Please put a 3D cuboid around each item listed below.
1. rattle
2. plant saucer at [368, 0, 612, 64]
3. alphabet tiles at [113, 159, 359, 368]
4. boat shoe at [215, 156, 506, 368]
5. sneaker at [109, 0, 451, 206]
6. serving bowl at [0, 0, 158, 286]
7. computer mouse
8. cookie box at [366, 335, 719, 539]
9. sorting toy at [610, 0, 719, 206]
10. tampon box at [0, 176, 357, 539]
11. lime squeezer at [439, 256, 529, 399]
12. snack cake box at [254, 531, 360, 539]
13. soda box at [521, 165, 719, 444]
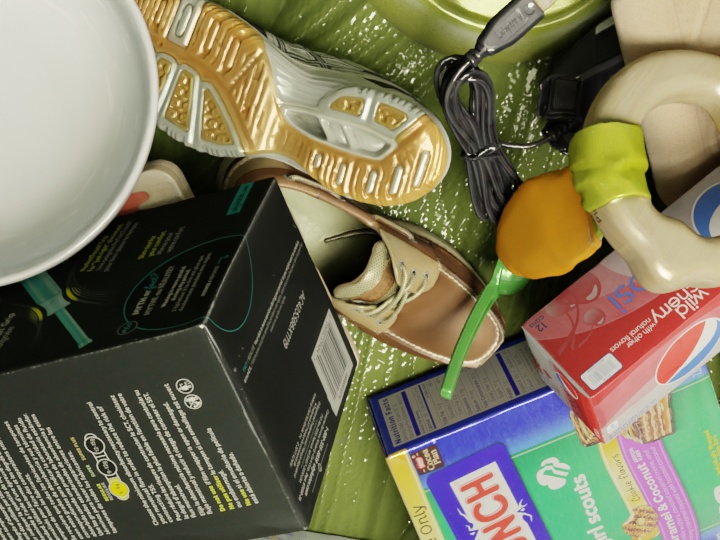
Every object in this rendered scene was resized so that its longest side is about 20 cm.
[{"bbox_3d":[0.191,-0.055,0.797,0.200,0.130,0.143,-34,160,-24],"label":"rattle"},{"bbox_3d":[0.085,-0.208,0.800,0.200,0.031,0.200,-3,112,-8],"label":"plant saucer"},{"bbox_3d":[-0.108,0.034,0.836,0.195,0.015,0.200,-14,118,20],"label":"alphabet tiles"},{"bbox_3d":[0.000,0.000,0.846,0.200,0.074,0.076,33,103,-19],"label":"boat shoe"},{"bbox_3d":[-0.043,-0.092,0.806,0.200,0.088,0.076,28,105,6],"label":"sneaker"},{"bbox_3d":[-0.201,-0.086,0.763,0.200,0.066,0.200,0,84,0],"label":"serving bowl"},{"bbox_3d":[0.125,-0.123,0.809,0.200,0.046,0.140,-34,137,-1],"label":"computer mouse"},{"bbox_3d":[0.128,0.128,0.917,0.200,0.075,0.171,-22,115,1],"label":"cookie box"},{"bbox_3d":[0.241,-0.138,0.815,0.200,0.036,0.185,-28,138,-1],"label":"sorting toy"},{"bbox_3d":[-0.125,0.059,0.756,0.200,0.150,0.126,-13,118,19],"label":"tampon box"},{"bbox_3d":[0.108,0.002,0.863,0.200,0.038,0.071,-30,77,-19],"label":"lime squeezer"},{"bbox_3d":[-0.054,0.214,0.901,0.200,0.115,0.067,12,110,-13],"label":"snack cake box"},{"bbox_3d":[0.190,0.005,0.825,0.200,0.063,0.070,-38,147,-6],"label":"soda box"}]
